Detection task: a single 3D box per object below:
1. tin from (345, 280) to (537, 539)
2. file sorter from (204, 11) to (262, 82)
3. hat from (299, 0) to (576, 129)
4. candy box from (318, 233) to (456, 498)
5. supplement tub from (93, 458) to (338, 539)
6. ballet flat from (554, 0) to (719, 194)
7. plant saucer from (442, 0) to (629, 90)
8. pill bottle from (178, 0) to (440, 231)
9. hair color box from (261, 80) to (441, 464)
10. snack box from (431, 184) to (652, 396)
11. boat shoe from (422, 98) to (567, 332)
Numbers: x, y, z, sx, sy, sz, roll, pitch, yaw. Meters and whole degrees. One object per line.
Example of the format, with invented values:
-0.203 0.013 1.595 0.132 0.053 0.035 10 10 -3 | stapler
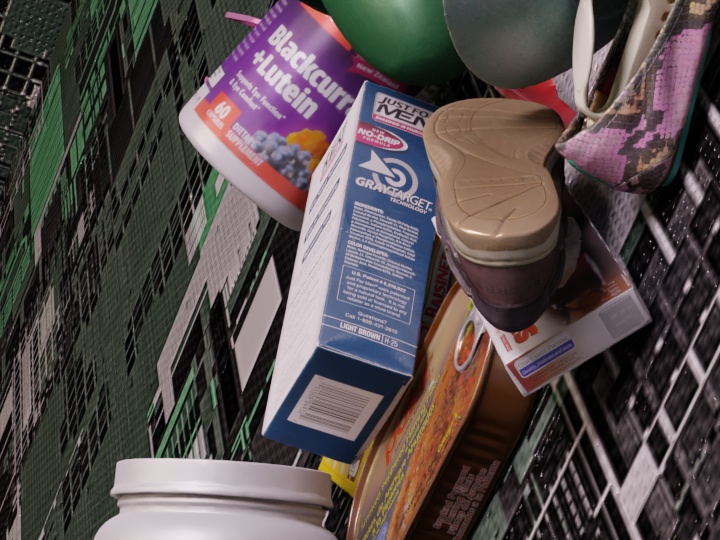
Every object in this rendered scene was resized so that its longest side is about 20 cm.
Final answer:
0.045 0.090 1.430 0.112 0.042 0.200 -104 35 -56 | tin
-0.013 -0.195 1.782 0.139 0.125 0.200 -151 79 -75 | file sorter
0.036 -0.107 1.476 0.200 0.166 0.176 109 163 -66 | hat
0.025 0.036 1.581 0.102 0.026 0.200 -158 86 -78 | candy box
-0.082 0.210 1.484 0.145 0.145 0.200 158 116 -71 | supplement tub
0.144 -0.137 1.268 0.069 0.071 0.200 -144 73 -72 | ballet flat
0.117 -0.177 1.298 0.039 0.201 0.201 27 102 31 | plant saucer
-0.010 -0.132 1.658 0.200 0.111 0.111 -48 20 8 | pill bottle
0.000 0.000 1.531 0.100 0.060 0.200 122 162 -49 | hair color box
0.088 -0.002 1.336 0.072 0.024 0.200 -32 23 4 | snack box
0.067 -0.031 1.302 0.200 0.072 0.065 -92 1 -68 | boat shoe
